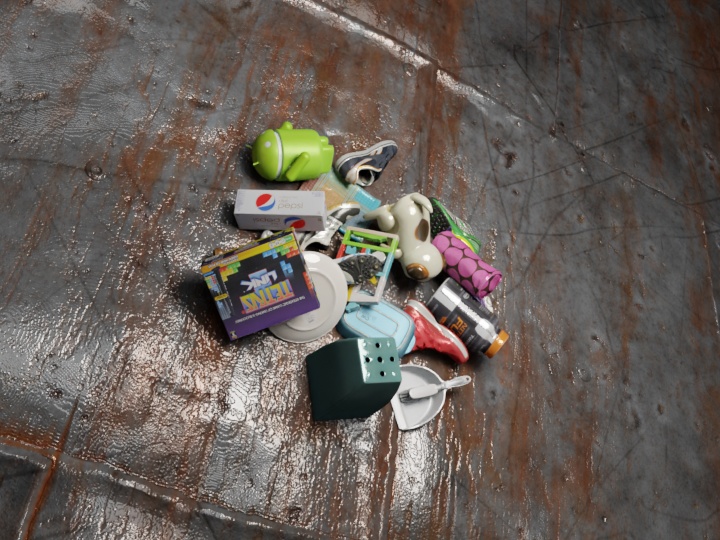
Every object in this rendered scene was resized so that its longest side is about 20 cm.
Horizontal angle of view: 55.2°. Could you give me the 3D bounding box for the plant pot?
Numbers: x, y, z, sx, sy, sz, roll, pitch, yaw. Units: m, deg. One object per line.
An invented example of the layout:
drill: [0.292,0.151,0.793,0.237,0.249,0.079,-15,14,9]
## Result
plant pot: [-0.006,0.211,1.414,0.139,0.200,0.144,2,66,-27]

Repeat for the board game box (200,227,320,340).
board game box: [-0.198,0.027,1.381,0.196,0.057,0.168,-20,107,2]

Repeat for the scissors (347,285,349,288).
scissors: [-0.039,0.046,1.592,0.197,0.014,0.074,-2,66,-31]

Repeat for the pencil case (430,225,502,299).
pencil case: [0.255,-0.017,1.663,0.092,0.092,0.200,-3,38,-41]

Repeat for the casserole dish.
casserole dish: [0.036,0.117,1.548,0.198,0.039,0.122,29,67,4]

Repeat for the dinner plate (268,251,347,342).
dinner plate: [-0.116,0.061,1.458,0.196,0.024,0.204,-7,110,-20]

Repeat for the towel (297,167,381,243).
towel: [-0.052,-0.172,1.682,0.198,0.022,0.148,35,54,-10]

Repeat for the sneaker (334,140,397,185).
sneaker: [0.030,-0.263,1.730,0.198,0.079,0.080,-26,70,-34]

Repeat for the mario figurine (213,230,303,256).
mario figurine: [-0.212,-0.034,1.473,0.197,0.106,0.126,-7,77,-29]

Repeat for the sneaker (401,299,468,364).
sneaker: [0.154,0.175,1.614,0.200,0.078,0.116,42,68,-1]

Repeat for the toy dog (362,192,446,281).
toy dog: [0.129,-0.073,1.636,0.139,0.192,0.203,-22,91,-49]

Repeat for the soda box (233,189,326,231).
soda box: [-0.173,-0.132,1.514,0.195,0.068,0.065,2,62,4]

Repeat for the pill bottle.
pill bottle: [0.256,0.119,1.638,0.199,0.107,0.106,40,53,10]

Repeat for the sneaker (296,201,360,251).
sneaker: [-0.081,-0.092,1.590,0.197,0.076,0.089,-25,86,-16]

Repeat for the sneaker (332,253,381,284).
sneaker: [-0.052,0.003,1.520,0.196,0.073,0.073,-16,113,-4]

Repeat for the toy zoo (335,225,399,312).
toy zoo: [0.000,0.000,1.556,0.129,0.021,0.203,11,66,20]

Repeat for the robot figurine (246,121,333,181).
robot figurine: [-0.163,-0.268,1.602,0.196,0.117,0.177,-4,41,-23]

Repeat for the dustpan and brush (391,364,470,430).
dustpan and brush: [0.163,0.270,1.566,0.197,0.057,0.142,-7,71,-32]

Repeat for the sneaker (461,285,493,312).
sneaker: [0.263,0.045,1.723,0.082,0.081,0.203,-15,72,-21]

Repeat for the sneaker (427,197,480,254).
sneaker: [0.234,-0.109,1.789,0.201,0.078,0.085,50,44,-8]
